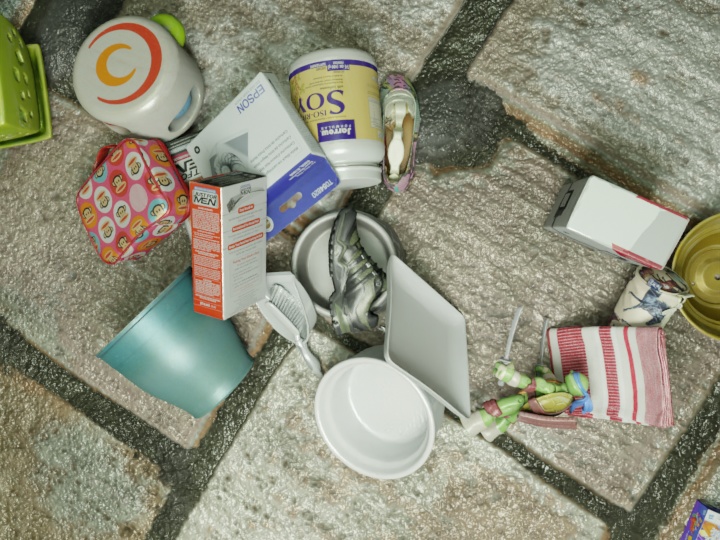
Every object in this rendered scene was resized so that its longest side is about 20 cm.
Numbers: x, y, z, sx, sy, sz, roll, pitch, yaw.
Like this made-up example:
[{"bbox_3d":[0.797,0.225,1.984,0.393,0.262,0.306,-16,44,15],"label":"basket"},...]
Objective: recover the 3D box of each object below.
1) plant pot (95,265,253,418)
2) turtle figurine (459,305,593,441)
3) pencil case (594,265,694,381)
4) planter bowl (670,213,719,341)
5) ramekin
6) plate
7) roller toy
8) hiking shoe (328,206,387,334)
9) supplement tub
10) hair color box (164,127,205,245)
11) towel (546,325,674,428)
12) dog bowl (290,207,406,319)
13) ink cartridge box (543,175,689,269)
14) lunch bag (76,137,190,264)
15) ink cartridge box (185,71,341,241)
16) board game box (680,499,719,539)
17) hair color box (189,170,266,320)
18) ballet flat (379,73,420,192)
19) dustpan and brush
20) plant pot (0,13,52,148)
[{"bbox_3d":[-0.282,0.128,1.034,0.200,0.200,0.188,-43,100,4],"label":"plant pot"},{"bbox_3d":[0.244,0.173,1.010,0.194,0.144,0.200,-37,86,20],"label":"turtle figurine"},{"bbox_3d":[0.423,0.091,0.979,0.078,0.090,0.200,5,121,-17],"label":"pencil case"},{"bbox_3d":[0.572,0.010,0.997,0.200,0.083,0.201,0,90,6],"label":"planter bowl"},{"bbox_3d":[0.037,0.216,1.014,0.200,0.098,0.201,7,107,24],"label":"ramekin"},{"bbox_3d":[0.096,0.103,0.967,0.032,0.200,0.200,-28,128,30],"label":"plate"},{"bbox_3d":[-0.363,-0.307,1.061,0.200,0.140,0.183,-14,78,8],"label":"roller toy"},{"bbox_3d":[0.000,0.000,1.009,0.100,0.076,0.201,-1,97,-6],"label":"hiking shoe"},{"bbox_3d":[-0.036,-0.236,1.025,0.145,0.145,0.201,-6,89,6],"label":"supplement tub"},{"bbox_3d":[-0.258,-0.130,1.090,0.099,0.061,0.200,-20,89,5],"label":"hair color box"},{"bbox_3d":[0.372,0.157,0.976,0.023,0.200,0.144,-6,89,-35],"label":"towel"},{"bbox_3d":[-0.024,-0.009,1.068,0.200,0.059,0.201,0,91,6],"label":"dog bowl"},{"bbox_3d":[0.372,-0.071,0.960,0.145,0.200,0.084,24,96,5],"label":"ink cartridge box"},{"bbox_3d":[-0.386,-0.124,1.062,0.200,0.082,0.176,-33,84,30],"label":"lunch bag"},{"bbox_3d":[-0.156,-0.165,0.991,0.199,0.041,0.200,-35,87,31],"label":"ink cartridge box"},{"bbox_3d":[0.611,0.472,1.012,0.200,0.045,0.135,22,92,5],"label":"board game box"},{"bbox_3d":[-0.196,-0.041,0.963,0.064,0.111,0.201,14,111,24],"label":"hair color box"},{"bbox_3d":[0.063,-0.230,1.053,0.069,0.071,0.201,1,90,5],"label":"ballet flat"},{"bbox_3d":[-0.108,0.095,1.064,0.200,0.139,0.057,53,57,-26],"label":"dustpan and brush"},{"bbox_3d":[-0.639,-0.300,1.067,0.199,0.181,0.200,-9,90,5],"label":"plant pot"}]
